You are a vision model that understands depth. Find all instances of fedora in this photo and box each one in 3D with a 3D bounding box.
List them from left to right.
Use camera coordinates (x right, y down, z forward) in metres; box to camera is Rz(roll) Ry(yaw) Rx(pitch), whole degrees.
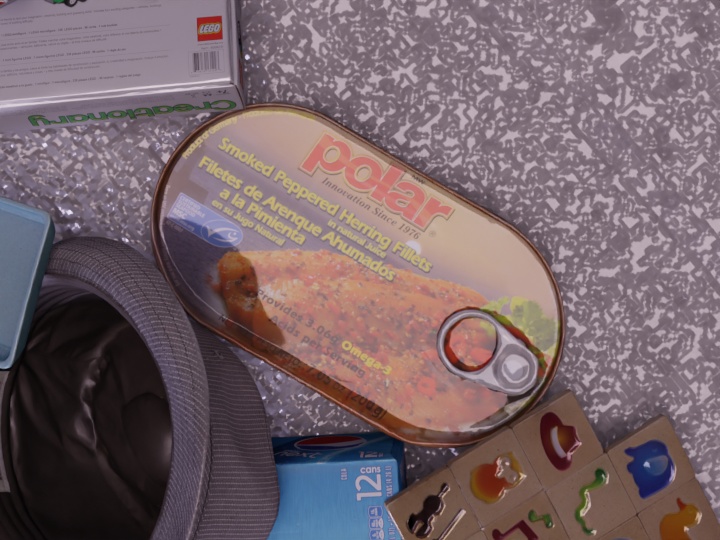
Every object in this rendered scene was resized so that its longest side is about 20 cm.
[{"bbox_3d":[-0.100,0.079,0.881,0.200,0.090,0.177,35,108,43],"label":"fedora"}]

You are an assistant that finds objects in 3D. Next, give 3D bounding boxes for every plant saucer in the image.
[{"bbox_3d":[-0.220,-0.018,0.902,0.199,0.019,0.070,18,95,26],"label":"plant saucer"}]

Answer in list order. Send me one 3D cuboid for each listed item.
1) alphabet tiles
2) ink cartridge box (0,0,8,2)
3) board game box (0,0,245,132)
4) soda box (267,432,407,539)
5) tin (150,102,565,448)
[{"bbox_3d":[0.097,0.163,0.911,0.167,0.008,0.200,-30,102,-10],"label":"alphabet tiles"},{"bbox_3d":[-0.213,-0.229,0.876,0.197,0.047,0.201,17,81,0],"label":"ink cartridge box"},{"bbox_3d":[-0.153,-0.126,0.895,0.199,0.035,0.127,-4,74,5],"label":"board game box"},{"bbox_3d":[-0.008,0.179,0.929,0.068,0.064,0.201,-3,96,4],"label":"soda box"},{"bbox_3d":[0.000,0.000,0.921,0.200,0.042,0.112,31,102,0],"label":"tin"}]
